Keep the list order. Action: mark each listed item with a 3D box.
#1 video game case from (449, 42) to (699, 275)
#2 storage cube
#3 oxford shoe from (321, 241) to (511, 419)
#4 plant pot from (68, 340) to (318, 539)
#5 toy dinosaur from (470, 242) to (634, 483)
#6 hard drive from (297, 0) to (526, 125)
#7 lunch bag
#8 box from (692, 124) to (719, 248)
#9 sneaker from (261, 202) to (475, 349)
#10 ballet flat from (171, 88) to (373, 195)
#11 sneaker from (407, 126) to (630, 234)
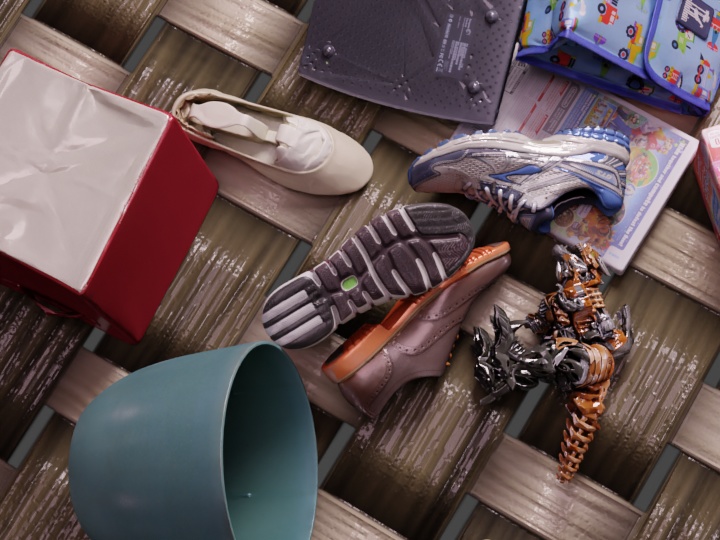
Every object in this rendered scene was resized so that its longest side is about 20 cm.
[{"bbox_3d":[0.188,-0.105,1.401,0.199,0.018,0.144,31,79,15],"label":"video game case"},{"bbox_3d":[-0.253,-0.064,1.362,0.170,0.180,0.201,24,79,13],"label":"storage cube"},{"bbox_3d":[0.062,0.050,1.357,0.200,0.071,0.073,-38,97,-4],"label":"oxford shoe"},{"bbox_3d":[-0.145,0.164,1.279,0.160,0.201,0.202,-5,73,19],"label":"plant pot"},{"bbox_3d":[0.173,0.073,1.318,0.135,0.102,0.201,3,52,-9],"label":"toy dinosaur"},{"bbox_3d":[0.049,-0.216,1.410,0.199,0.042,0.136,16,99,20],"label":"hard drive"},{"bbox_3d":[0.257,-0.235,1.378,0.199,0.094,0.152,18,78,-22],"label":"lunch bag"},{"bbox_3d":[0.401,-0.088,1.328,0.199,0.095,0.103,-16,73,3],"label":"box"},{"bbox_3d":[0.000,0.000,1.347,0.199,0.116,0.076,-26,94,-6],"label":"sneaker"},{"bbox_3d":[-0.086,-0.122,1.416,0.199,0.070,0.070,18,77,12],"label":"ballet flat"},{"bbox_3d":[0.141,-0.076,1.352,0.199,0.077,0.086,-4,78,7],"label":"sneaker"}]
